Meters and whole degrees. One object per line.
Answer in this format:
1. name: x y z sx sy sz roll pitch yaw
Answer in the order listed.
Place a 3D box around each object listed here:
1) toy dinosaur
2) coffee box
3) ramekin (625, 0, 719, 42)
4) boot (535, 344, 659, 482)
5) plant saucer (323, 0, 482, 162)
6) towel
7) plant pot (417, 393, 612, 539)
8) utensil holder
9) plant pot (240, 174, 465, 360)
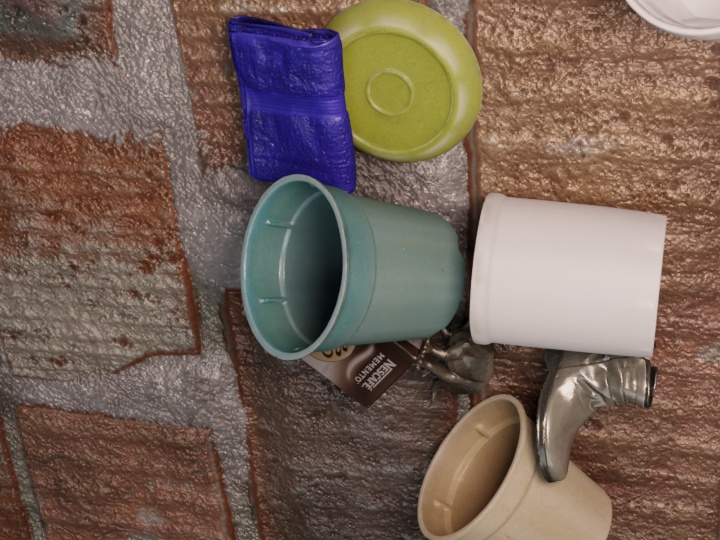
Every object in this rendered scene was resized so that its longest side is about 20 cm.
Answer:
1. toy dinosaur: 0.123 0.112 1.751 0.102 0.077 0.201 20 126 5
2. coffee box: -0.029 0.059 1.764 0.199 0.080 0.113 37 124 -7
3. ramekin: 0.341 -0.308 1.348 0.199 0.105 0.202 -3 85 32
4. boot: 0.275 0.149 1.673 0.130 0.202 0.068 3 167 20
5. plant saucer: 0.036 -0.203 1.606 0.198 0.031 0.201 8 124 12
6. towel: -0.080 -0.181 1.623 0.147 0.050 0.201 14 129 31
7. plant pot: 0.202 0.287 1.785 0.183 0.201 0.200 34 126 -19
8. utensil holder: 0.231 0.009 1.596 0.198 0.170 0.171 7 124 12
9. plant pot: 0.000 0.000 1.621 0.195 0.201 0.201 3 137 -37
